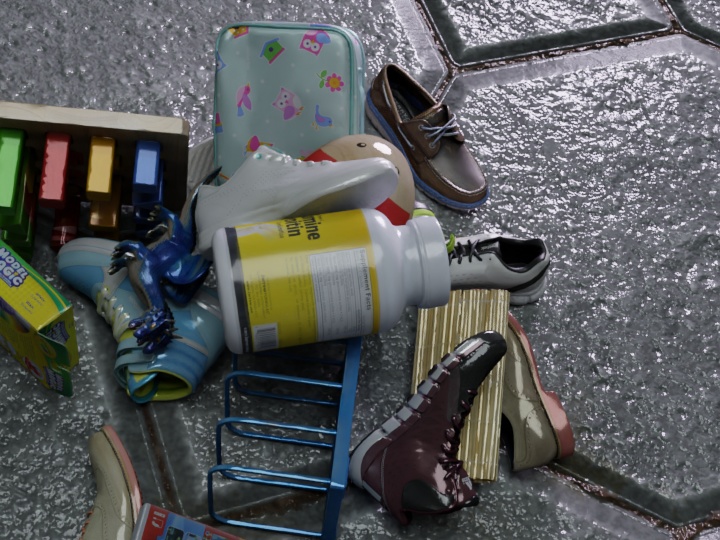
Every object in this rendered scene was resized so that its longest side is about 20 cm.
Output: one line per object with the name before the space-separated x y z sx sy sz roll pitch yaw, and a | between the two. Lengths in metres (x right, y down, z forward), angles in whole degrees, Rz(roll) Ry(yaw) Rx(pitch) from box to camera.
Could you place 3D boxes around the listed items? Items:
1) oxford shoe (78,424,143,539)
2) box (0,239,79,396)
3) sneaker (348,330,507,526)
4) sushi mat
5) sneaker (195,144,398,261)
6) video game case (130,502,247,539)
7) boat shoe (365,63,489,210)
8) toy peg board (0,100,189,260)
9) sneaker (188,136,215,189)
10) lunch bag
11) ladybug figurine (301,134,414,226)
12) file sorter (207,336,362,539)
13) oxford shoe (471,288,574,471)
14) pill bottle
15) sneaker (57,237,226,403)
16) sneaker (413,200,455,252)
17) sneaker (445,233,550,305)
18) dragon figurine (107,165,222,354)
oxford shoe | -0.226 0.233 1.078 0.073 0.071 0.201 -11 60 -14
box | -0.337 0.028 1.161 0.200 0.118 0.048 42 61 16
sneaker | 0.090 0.160 1.142 0.200 0.076 0.116 -46 65 6
sushi mat | 0.096 0.113 1.203 0.095 0.012 0.201 -3 65 22
sneaker | -0.065 -0.080 1.113 0.199 0.075 0.089 -18 67 13
video game case | -0.115 0.300 1.044 0.199 0.017 0.144 25 54 -19
boat shoe | 0.075 -0.153 1.377 0.072 0.073 0.200 -32 68 -26
toy peg board | -0.274 -0.074 1.201 0.198 0.200 0.098 5 72 -7
sneaker | -0.091 -0.129 1.341 0.199 0.105 0.076 -14 100 11
lunch bag | -0.068 -0.152 1.241 0.159 0.077 0.201 2 101 5
ladybug figurine | -0.028 -0.040 1.174 0.135 0.072 0.201 32 95 3
file sorter | -0.067 0.132 1.133 0.122 0.139 0.201 7 56 -1
oxford shoe | 0.140 0.108 1.225 0.074 0.071 0.201 -20 61 -14
pill bottle | -0.027 0.005 1.069 0.199 0.112 0.113 -8 59 -8
sneaker | -0.229 0.054 1.187 0.199 0.080 0.131 23 55 6
sneaker | 0.000 0.000 1.231 0.199 0.072 0.083 -29 59 4
sneaker | 0.107 -0.012 1.290 0.199 0.080 0.074 0 60 -8
dragon figurine | -0.173 -0.008 1.164 0.099 0.059 0.200 37 54 5
